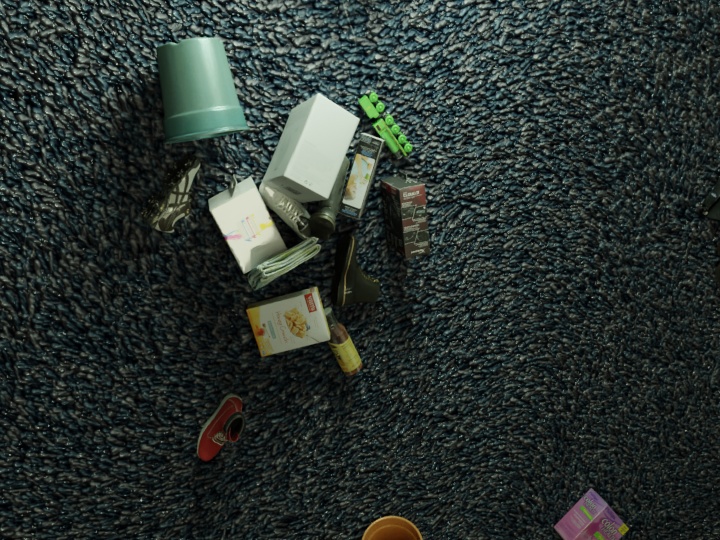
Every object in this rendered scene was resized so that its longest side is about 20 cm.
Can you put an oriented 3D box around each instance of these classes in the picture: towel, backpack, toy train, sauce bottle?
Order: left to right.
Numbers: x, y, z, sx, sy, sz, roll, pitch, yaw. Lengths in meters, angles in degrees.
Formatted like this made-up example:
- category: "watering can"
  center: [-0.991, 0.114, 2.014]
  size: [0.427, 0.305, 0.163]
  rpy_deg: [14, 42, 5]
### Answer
- category: "towel"
  center: [-0.190, -0.016, 1.516]
  size: [0.169, 0.199, 0.049]
  rpy_deg: [-29, 93, -19]
- category: "sauce bottle"
  center: [-0.058, 0.196, 1.713]
  size: [0.065, 0.066, 0.203]
  rpy_deg: [-28, 111, -8]
- category: "toy train"
  center: [0.064, -0.372, 1.589]
  size: [0.056, 0.042, 0.201]
  rpy_deg: [-36, 115, 6]
- category: "backpack"
  center: [1.210, -0.245, 1.959]
  size: [0.124, 0.166, 0.205]
  rpy_deg: [9, 102, -40]

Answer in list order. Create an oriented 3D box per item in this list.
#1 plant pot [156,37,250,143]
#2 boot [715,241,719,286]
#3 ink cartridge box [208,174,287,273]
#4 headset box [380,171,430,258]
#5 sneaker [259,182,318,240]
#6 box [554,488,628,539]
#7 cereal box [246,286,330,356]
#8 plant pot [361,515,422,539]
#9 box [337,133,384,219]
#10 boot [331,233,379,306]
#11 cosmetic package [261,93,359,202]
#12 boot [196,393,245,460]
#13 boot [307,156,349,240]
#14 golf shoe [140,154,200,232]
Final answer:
- category: "plant pot"
  center: [-0.359, -0.398, 1.365]
  size: [0.195, 0.200, 0.202]
  rpy_deg: [-12, 103, -14]
- category: "boot"
  center: [1.308, -0.047, 2.097]
  size: [0.196, 0.064, 0.191]
  rpy_deg: [-20, 114, -16]
- category: "ink cartridge box"
  center: [-0.283, -0.124, 1.501]
  size: [0.123, 0.129, 0.203]
  rpy_deg: [-28, 113, -6]
- category: "headset box"
  center: [0.115, -0.154, 1.613]
  size: [0.075, 0.149, 0.205]
  rpy_deg: [-11, 109, -15]
- category: "sneaker"
  center: [-0.174, -0.152, 1.556]
  size: [0.076, 0.081, 0.200]
  rpy_deg: [-45, 113, 2]
- category: "box"
  center: [0.833, 0.929, 2.219]
  size: [0.200, 0.097, 0.176]
  rpy_deg: [-45, 114, -1]
- category: "cereal box"
  center: [-0.189, 0.138, 1.636]
  size: [0.195, 0.040, 0.147]
  rpy_deg: [-14, 110, 4]
- category: "plant pot"
  center: [0.102, 0.900, 1.928]
  size: [0.195, 0.201, 0.143]
  rpy_deg: [-16, 129, -13]
- category: "box"
  center: [0.003, -0.240, 1.559]
  size: [0.059, 0.117, 0.205]
  rpy_deg: [18, 102, 0]
- category: "boot"
  center: [0.000, 0.000, 1.672]
  size: [0.135, 0.078, 0.204]
  rpy_deg: [0, 120, -23]
- category: "cosmetic package"
  center: [-0.120, -0.279, 1.445]
  size: [0.121, 0.198, 0.205]
  rpy_deg: [23, 84, -23]
- category: "boot"
  center: [-0.373, 0.447, 1.641]
  size: [0.071, 0.144, 0.203]
  rpy_deg: [27, 98, -25]
- category: "boot"
  center: [-0.068, -0.189, 1.496]
  size: [0.071, 0.182, 0.204]
  rpy_deg: [22, 79, -8]
- category: "golf shoe"
  center: [-0.434, -0.182, 1.473]
  size: [0.201, 0.078, 0.094]
  rpy_deg: [-51, 132, 4]
